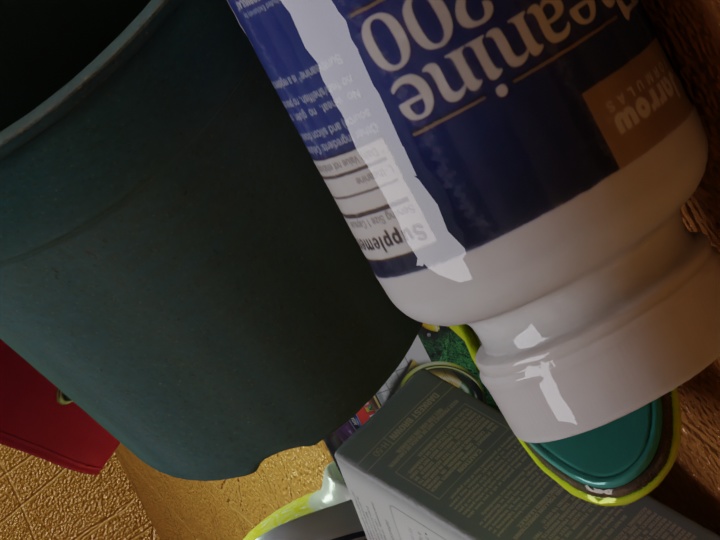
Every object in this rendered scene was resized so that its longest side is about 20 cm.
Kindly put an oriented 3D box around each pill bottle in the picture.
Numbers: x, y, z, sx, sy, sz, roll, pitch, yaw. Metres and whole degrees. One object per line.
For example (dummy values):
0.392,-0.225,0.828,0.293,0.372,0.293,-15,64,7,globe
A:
0.037,-0.054,0.664,0.201,0.110,0.111,61,167,-9,pill bottle

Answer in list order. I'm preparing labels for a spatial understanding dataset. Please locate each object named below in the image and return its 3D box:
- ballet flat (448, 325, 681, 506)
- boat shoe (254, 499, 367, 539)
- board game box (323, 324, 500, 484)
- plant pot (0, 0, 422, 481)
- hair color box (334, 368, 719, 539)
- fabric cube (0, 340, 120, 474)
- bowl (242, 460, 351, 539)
0.072,0.023,0.848,0.067,0.067,0.200,41,-172,-48,ballet flat
0.036,0.161,1.035,0.071,0.199,0.092,-34,61,36,boat shoe
0.000,0.000,0.974,0.201,0.104,0.023,63,-161,-15,board game box
-0.080,-0.038,0.798,0.196,0.200,0.200,53,174,-37,plant pot
0.086,0.129,0.903,0.199,0.061,0.099,29,151,39,hair color box
-0.189,-0.037,1.176,0.199,0.200,0.196,35,179,23,fabric cube
0.014,0.162,1.176,0.200,0.198,0.109,-150,63,-66,bowl
